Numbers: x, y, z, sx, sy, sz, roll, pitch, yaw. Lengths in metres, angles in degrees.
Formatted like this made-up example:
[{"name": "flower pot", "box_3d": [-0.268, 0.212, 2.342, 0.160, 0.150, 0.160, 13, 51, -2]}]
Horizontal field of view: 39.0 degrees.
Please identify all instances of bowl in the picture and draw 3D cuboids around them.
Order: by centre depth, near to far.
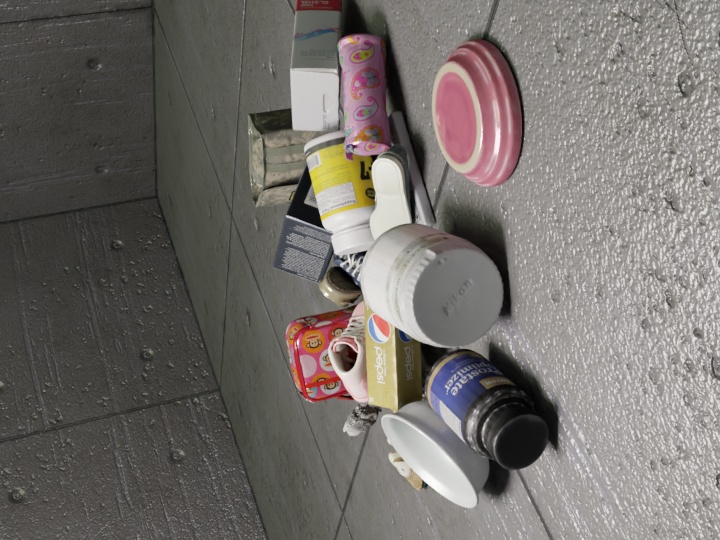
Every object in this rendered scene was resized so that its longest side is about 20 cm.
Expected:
[{"name": "bowl", "box_3d": [0.135, 0.273, 1.610, 0.201, 0.090, 0.201, 40, 158, 20]}]

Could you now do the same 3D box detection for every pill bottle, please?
[{"name": "pill bottle", "box_3d": [0.180, 0.199, 1.453, 0.200, 0.112, 0.112, -140, 42, -61]}, {"name": "pill bottle", "box_3d": [-0.022, -0.134, 1.770, 0.114, 0.114, 0.200, 150, 106, -70]}]

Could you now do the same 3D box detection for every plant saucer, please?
[{"name": "plant saucer", "box_3d": [0.151, -0.211, 1.390, 0.201, 0.051, 0.201, 168, 90, -71]}]

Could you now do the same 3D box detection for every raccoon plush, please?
[{"name": "raccoon plush", "box_3d": [0.010, 0.189, 1.859, 0.200, 0.097, 0.134, -43, 37, 25]}]

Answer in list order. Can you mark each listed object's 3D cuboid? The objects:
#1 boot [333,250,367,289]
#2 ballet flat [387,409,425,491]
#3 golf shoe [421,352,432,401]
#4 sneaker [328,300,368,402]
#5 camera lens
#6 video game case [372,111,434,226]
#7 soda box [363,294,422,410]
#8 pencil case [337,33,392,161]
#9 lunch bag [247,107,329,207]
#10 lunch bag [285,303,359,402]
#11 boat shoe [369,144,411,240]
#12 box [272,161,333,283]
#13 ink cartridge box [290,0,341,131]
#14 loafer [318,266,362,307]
[{"name": "boot", "box_3d": [0.000, 0.000, 1.818, 0.073, 0.090, 0.200, -60, 12, 3]}, {"name": "ballet flat", "box_3d": [0.082, 0.323, 1.886, 0.071, 0.065, 0.200, -140, 42, -63]}, {"name": "golf shoe", "box_3d": [0.074, 0.147, 1.757, 0.097, 0.078, 0.200, 120, 126, -82]}, {"name": "sneaker", "box_3d": [-0.001, 0.118, 1.760, 0.105, 0.075, 0.200, 52, -145, -46]}, {"name": "camera lens", "box_3d": [0.101, 0.020, 1.500, 0.200, 0.160, 0.160, -152, 53, -66]}, {"name": "video game case", "box_3d": [0.062, -0.143, 1.733, 0.182, 0.022, 0.200, 134, 122, -68]}, {"name": "soda box", "box_3d": [0.053, 0.120, 1.655, 0.068, 0.064, 0.200, 7, 105, 43]}, {"name": "pencil case", "box_3d": [0.005, -0.284, 1.668, 0.087, 0.087, 0.200, 152, 117, -71]}, {"name": "lunch bag", "box_3d": [-0.136, -0.216, 2.040, 0.118, 0.164, 0.200, -122, 27, -49]}, {"name": "lunch bag", "box_3d": [-0.034, 0.164, 1.918, 0.082, 0.200, 0.176, -147, 45, -67]}, {"name": "boat shoe", "box_3d": [0.057, -0.116, 1.670, 0.062, 0.073, 0.200, -61, -25, -43]}, {"name": "box", "box_3d": [-0.087, -0.094, 1.967, 0.200, 0.107, 0.149, 113, 176, -59]}, {"name": "ink cartridge box", "box_3d": [-0.075, -0.363, 1.780, 0.146, 0.083, 0.200, 92, 180, -52]}, {"name": "loafer", "box_3d": [-0.032, 0.035, 1.905, 0.076, 0.068, 0.200, 42, -165, 10]}]
